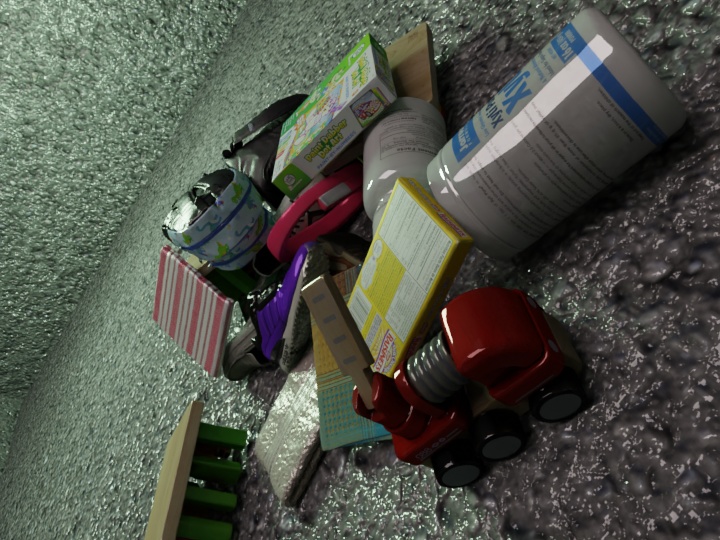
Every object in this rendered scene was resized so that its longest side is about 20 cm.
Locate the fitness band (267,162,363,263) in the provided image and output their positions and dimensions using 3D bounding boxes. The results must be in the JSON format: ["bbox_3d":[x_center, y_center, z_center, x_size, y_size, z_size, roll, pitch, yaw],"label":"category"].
[{"bbox_3d":[-0.053,-0.083,0.826,0.199,0.038,0.144,-36,-9,-43],"label":"fitness band"}]

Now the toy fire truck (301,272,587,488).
[{"bbox_3d":[0.057,0.070,0.487,0.176,0.198,0.130,-45,35,27],"label":"toy fire truck"}]

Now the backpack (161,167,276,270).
[{"bbox_3d":[-0.210,-0.080,0.865,0.163,0.154,0.200,-44,9,-14],"label":"backpack"}]

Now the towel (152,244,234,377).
[{"bbox_3d":[-0.281,0.065,0.961,0.199,0.030,0.148,34,120,30],"label":"towel"}]

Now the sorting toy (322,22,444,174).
[{"bbox_3d":[0.038,-0.244,0.870,0.198,0.069,0.201,-25,44,29],"label":"sorting toy"}]

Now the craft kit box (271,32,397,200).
[{"bbox_3d":[-0.039,-0.220,0.803,0.197,0.048,0.201,-38,29,22],"label":"craft kit box"}]

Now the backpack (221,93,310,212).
[{"bbox_3d":[-0.117,-0.208,1.002,0.166,0.127,0.200,38,79,28],"label":"backpack"}]

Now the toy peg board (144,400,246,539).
[{"bbox_3d":[-0.251,0.338,0.873,0.200,0.096,0.202,128,153,-46],"label":"toy peg board"}]

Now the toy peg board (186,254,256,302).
[{"bbox_3d":[-0.247,-0.020,1.071,0.199,0.098,0.201,-30,28,43],"label":"toy peg board"}]

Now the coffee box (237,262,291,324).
[{"bbox_3d":[-0.175,0.020,1.040,0.124,0.044,0.200,-58,31,9],"label":"coffee box"}]

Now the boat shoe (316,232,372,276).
[{"bbox_3d":[0.000,0.000,0.773,0.200,0.074,0.075,-151,58,-62],"label":"boat shoe"}]

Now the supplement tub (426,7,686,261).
[{"bbox_3d":[0.172,-0.118,0.529,0.200,0.131,0.133,-42,36,30],"label":"supplement tub"}]

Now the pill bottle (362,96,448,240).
[{"bbox_3d":[0.059,-0.109,0.712,0.114,0.113,0.202,-36,39,37],"label":"pill bottle"}]

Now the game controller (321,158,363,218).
[{"bbox_3d":[-0.048,-0.116,0.969,0.202,0.042,0.104,-58,16,8],"label":"game controller"}]

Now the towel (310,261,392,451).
[{"bbox_3d":[-0.002,0.096,0.665,0.145,0.022,0.203,-22,67,40],"label":"towel"}]

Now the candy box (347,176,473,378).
[{"bbox_3d":[0.036,0.021,0.572,0.103,0.026,0.202,51,133,36],"label":"candy box"}]

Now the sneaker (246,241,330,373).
[{"bbox_3d":[-0.111,0.041,0.793,0.099,0.069,0.203,27,118,19],"label":"sneaker"}]

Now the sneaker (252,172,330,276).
[{"bbox_3d":[-0.105,-0.072,0.895,0.202,0.073,0.080,-59,8,14],"label":"sneaker"}]

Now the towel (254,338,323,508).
[{"bbox_3d":[-0.074,0.191,0.760,0.202,0.034,0.132,-63,29,1],"label":"towel"}]

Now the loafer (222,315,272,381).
[{"bbox_3d":[-0.167,0.126,0.919,0.201,0.069,0.070,-52,52,38],"label":"loafer"}]
